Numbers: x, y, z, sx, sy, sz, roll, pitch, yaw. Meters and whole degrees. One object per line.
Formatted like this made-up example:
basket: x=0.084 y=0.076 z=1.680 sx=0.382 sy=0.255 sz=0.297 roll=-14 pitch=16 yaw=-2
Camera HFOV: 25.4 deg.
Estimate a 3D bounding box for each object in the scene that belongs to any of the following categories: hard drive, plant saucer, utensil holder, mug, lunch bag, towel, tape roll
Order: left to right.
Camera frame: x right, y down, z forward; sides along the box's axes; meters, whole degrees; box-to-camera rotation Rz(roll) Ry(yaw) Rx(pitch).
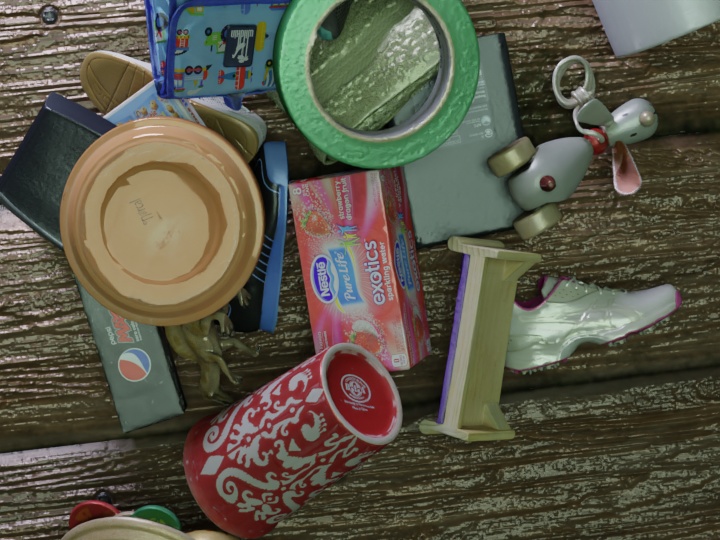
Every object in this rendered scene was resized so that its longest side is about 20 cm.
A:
hard drive: x=-0.254 y=-0.070 z=1.570 sx=0.199 sy=0.042 sz=0.136 roll=33 pitch=98 yaw=-2
plant saucer: x=-0.191 y=-0.046 z=1.534 sx=0.198 sy=0.032 sz=0.203 roll=0 pitch=97 yaw=1
lunch bag: x=-0.131 y=-0.256 z=1.553 sx=0.149 sy=0.094 sz=0.202 roll=-11 pitch=110 yaw=-31
mug: x=-0.053 y=0.155 z=1.585 sx=0.199 sy=0.177 sz=0.134 roll=-36 pitch=87 yaw=36
towel: x=-0.001 y=-0.218 z=1.619 sx=0.200 sy=0.036 sz=0.149 roll=-41 pitch=70 yaw=2
tape roll: x=0.015 y=-0.201 z=1.550 sx=0.198 sy=0.048 sz=0.203 roll=-3 pitch=104 yaw=-11
hard drive: x=0.100 y=-0.133 z=1.657 sx=0.138 sy=0.033 sz=0.202 roll=-11 pitch=94 yaw=-3
utensil holder: x=0.291 y=-0.335 z=1.591 sx=0.168 sy=0.170 sz=0.202 roll=-24 pitch=98 yaw=-2

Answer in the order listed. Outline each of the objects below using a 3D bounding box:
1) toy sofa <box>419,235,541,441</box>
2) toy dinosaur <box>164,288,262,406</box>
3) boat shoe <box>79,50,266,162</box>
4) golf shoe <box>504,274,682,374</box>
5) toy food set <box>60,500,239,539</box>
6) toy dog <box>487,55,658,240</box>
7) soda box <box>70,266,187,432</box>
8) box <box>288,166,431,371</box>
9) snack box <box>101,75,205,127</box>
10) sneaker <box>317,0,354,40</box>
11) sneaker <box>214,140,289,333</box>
toy sofa: x=0.110 y=0.069 z=1.623 sx=0.097 sy=0.082 sz=0.203 roll=13 pitch=96 yaw=41
toy dinosaur: x=-0.160 y=0.049 z=1.602 sx=0.100 sy=0.058 sz=0.202 roll=-11 pitch=102 yaw=35
boat shoe: x=-0.188 y=-0.168 z=1.623 sx=0.198 sy=0.069 sz=0.071 roll=27 pitch=118 yaw=3
golf shoe: x=0.234 y=0.039 z=1.658 sx=0.198 sy=0.075 sz=0.093 roll=-18 pitch=91 yaw=-3
toy food set: x=-0.216 y=0.307 z=1.617 sx=0.197 sy=0.049 sz=0.200 roll=28 pitch=132 yaw=-11
toy dog: x=0.222 y=-0.118 z=1.613 sx=0.132 sy=0.096 sz=0.201 roll=41 pitch=79 yaw=-15
soda box: x=-0.239 y=0.058 z=1.634 sx=0.070 sy=0.063 sz=0.202 roll=-17 pitch=94 yaw=-1
box: x=0.000 y=0.000 z=1.617 sx=0.101 sy=0.095 sz=0.203 roll=-7 pitch=95 yaw=18
snack box: x=-0.250 y=-0.115 z=1.604 sx=0.199 sy=0.024 sz=0.072 roll=-32 pitch=98 yaw=22
sneaker: x=0.010 y=-0.319 z=1.590 sx=0.090 sy=0.078 sz=0.202 roll=16 pitch=78 yaw=12
sneaker: x=-0.115 y=-0.034 z=1.625 sx=0.077 sy=0.070 sz=0.203 roll=5 pitch=101 yaw=-4
